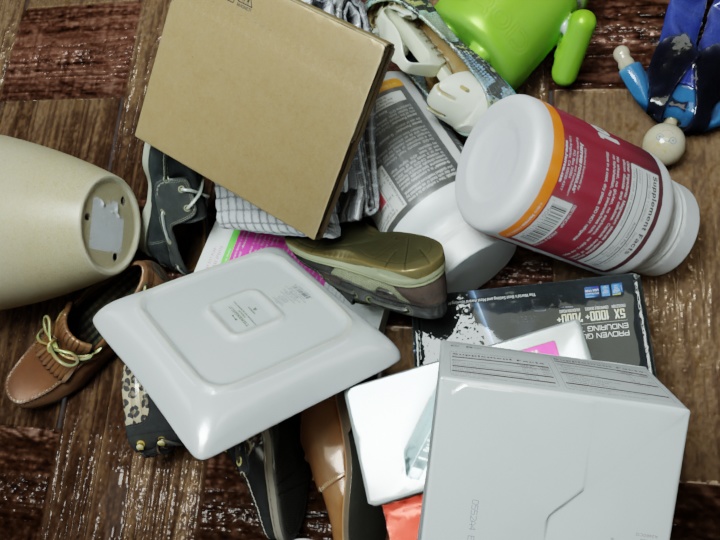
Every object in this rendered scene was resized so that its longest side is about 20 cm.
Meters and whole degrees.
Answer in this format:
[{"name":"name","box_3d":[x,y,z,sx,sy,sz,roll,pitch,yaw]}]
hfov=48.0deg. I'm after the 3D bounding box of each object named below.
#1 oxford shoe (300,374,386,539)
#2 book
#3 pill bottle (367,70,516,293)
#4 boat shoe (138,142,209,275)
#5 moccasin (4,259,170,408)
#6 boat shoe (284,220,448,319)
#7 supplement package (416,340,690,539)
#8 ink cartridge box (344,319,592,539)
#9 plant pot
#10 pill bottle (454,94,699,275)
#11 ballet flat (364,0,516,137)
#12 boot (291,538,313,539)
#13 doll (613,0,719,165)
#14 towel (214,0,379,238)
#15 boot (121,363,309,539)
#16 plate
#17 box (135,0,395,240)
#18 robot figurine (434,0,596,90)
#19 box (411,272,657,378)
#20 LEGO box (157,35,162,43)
[{"name":"oxford shoe","box_3d":[-0.018,0.173,0.719,0.070,0.071,0.205,-7,84,30]},{"name":"book","box_3d":[-0.071,0.030,0.793,0.196,0.048,0.136,15,75,15]},{"name":"pill bottle","box_3d":[0.054,-0.078,0.760,0.115,0.117,0.202,-31,68,1]},{"name":"boat shoe","box_3d":[-0.169,-0.080,0.785,0.067,0.202,0.071,36,44,20]},{"name":"moccasin","box_3d":[-0.278,0.064,0.809,0.200,0.078,0.074,-34,70,6]},{"name":"boat shoe","box_3d":[0.001,0.000,0.713,0.071,0.067,0.199,-29,26,-31]},{"name":"supplement package","box_3d":[0.117,0.166,0.547,0.152,0.111,0.205,7,98,5]},{"name":"ink cartridge box","box_3d":[0.100,0.152,0.623,0.196,0.044,0.177,-17,70,8]},{"name":"plant pot","box_3d":[-0.322,-0.044,0.787,0.196,0.187,0.191,3,72,20]},{"name":"pill bottle","box_3d":[0.187,-0.062,0.682,0.197,0.112,0.116,17,71,-28]},{"name":"ballet flat","box_3d":[0.069,-0.175,0.725,0.074,0.074,0.201,-39,73,-2]},{"name":"boot","box_3d":[-0.113,0.306,0.687,0.199,0.090,0.073,-42,68,-3]},{"name":"doll","box_3d":[0.310,-0.196,0.776,0.134,0.048,0.204,18,83,8]},{"name":"towel","box_3d":[-0.060,-0.135,0.731,0.164,0.085,0.205,4,102,45]},{"name":"boot","box_3d":[-0.134,0.152,0.745,0.148,0.073,0.205,-12,94,19]},{"name":"plate","box_3d":[-0.096,0.046,0.675,0.197,0.033,0.199,-21,41,-32]},{"name":"box","box_3d":[-0.086,-0.143,0.659,0.198,0.021,0.166,29,111,17]},{"name":"robot figurine","box_3d":[0.147,-0.258,0.798,0.175,0.116,0.201,39,84,26]},{"name":"box","box_3d":[0.148,0.103,0.696,0.195,0.086,0.168,-6,72,11]},{"name":"LEGO box","box_3d":[-0.093,-0.237,0.867,0.198,0.077,0.150,-35,68,0]}]
